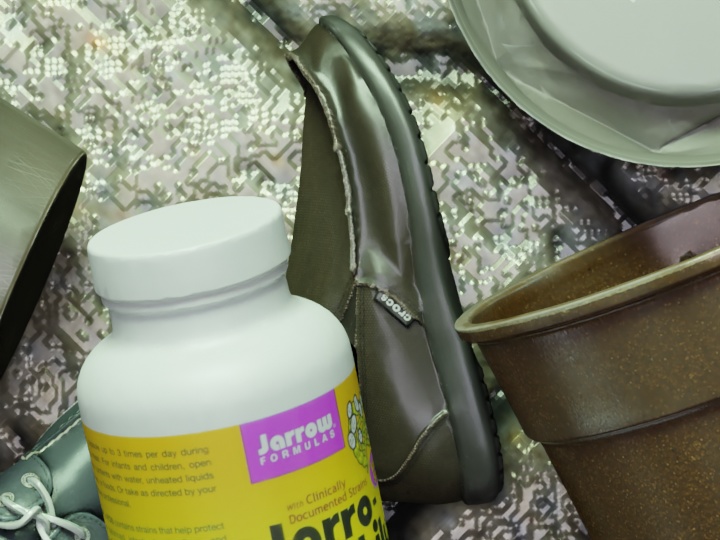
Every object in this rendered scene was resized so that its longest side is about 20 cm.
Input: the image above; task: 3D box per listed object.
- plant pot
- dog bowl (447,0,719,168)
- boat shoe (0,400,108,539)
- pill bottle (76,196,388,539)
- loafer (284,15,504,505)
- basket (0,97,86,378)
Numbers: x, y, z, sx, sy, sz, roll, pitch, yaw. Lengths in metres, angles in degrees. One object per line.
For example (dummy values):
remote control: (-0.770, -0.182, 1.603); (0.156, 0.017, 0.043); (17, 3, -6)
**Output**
plant pot: (0.163, 0.072, 1.021); (0.200, 0.200, 0.199); (-23, 95, 0)
dog bowl: (0.127, -0.137, 1.091); (0.200, 0.059, 0.200); (0, 86, 2)
boat shoe: (-0.125, 0.113, 1.081); (0.073, 0.062, 0.200); (43, 88, 6)
pill bottle: (-0.046, 0.078, 1.035); (0.104, 0.104, 0.200); (-11, 105, 1)
loafer: (0.000, 0.000, 1.078); (0.071, 0.073, 0.200); (-15, 86, -1)
basket: (-0.217, -0.034, 1.062); (0.200, 0.136, 0.181); (22, 91, -1)
